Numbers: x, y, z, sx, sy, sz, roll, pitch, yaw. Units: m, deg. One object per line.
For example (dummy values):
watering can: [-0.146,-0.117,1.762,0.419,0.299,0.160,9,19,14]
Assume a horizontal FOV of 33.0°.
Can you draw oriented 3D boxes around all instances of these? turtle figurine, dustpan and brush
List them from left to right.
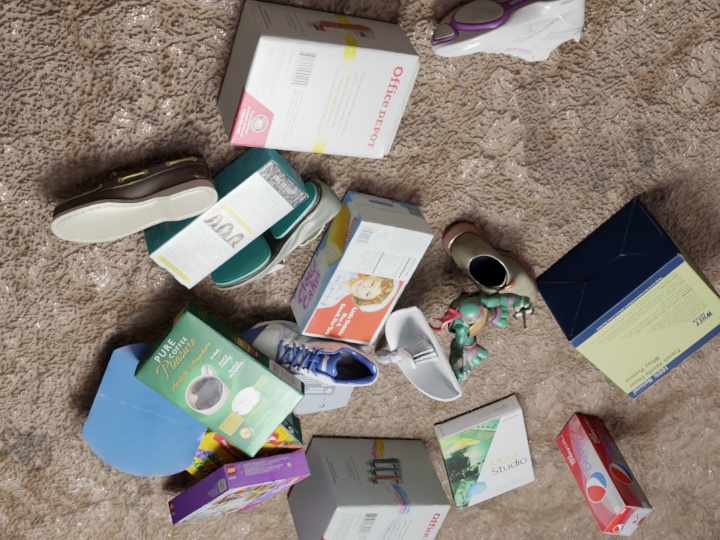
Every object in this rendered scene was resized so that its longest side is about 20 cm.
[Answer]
dustpan and brush: [0.064,0.117,1.697,0.057,0.200,0.141,-29,97,-10]
turtle figurine: [0.165,0.073,1.669,0.149,0.101,0.200,-40,169,0]

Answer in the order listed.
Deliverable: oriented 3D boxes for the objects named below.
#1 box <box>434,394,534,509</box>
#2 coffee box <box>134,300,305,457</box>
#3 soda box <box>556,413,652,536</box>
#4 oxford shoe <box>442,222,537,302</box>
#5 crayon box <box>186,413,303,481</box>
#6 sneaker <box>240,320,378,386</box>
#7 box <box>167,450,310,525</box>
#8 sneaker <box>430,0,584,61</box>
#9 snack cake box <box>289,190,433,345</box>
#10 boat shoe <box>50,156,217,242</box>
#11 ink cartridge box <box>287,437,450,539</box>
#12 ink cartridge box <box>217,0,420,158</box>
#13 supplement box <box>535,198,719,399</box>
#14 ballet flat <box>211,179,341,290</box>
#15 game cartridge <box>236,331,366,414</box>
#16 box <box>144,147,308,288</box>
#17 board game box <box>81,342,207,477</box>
box: [0.206,0.301,1.991,0.143,0.037,0.201,-21,133,-4]
coffee box: [-0.184,0.144,1.604,0.199,0.044,0.123,36,107,-15]
soda box: [0.393,0.330,1.976,0.063,0.201,0.070,12,124,-29]
oxford shoe: [0.190,0.011,1.707,0.071,0.074,0.199,-45,131,16]
crayon box: [-0.196,0.241,1.739,0.198,0.051,0.127,-21,142,13]
sneaker: [-0.066,0.114,1.651,0.198,0.088,0.076,10,89,-22]
box: [-0.180,0.318,1.776,0.136,0.040,0.200,-4,159,-36]
sneaker: [0.182,-0.280,1.451,0.198,0.075,0.100,-18,132,-6]
snack cake box: [0.000,0.000,1.628,0.114,0.068,0.201,10,125,-30]
boat shoe: [-0.273,-0.087,1.451,0.197,0.060,0.072,-15,149,-7]
ink cartridge box: [0.012,0.362,1.891,0.198,0.145,0.146,6,126,-25]
ink cartridge box: [-0.050,-0.217,1.408,0.198,0.084,0.146,4,128,-24]
supplement box: [0.402,0.044,1.778,0.200,0.135,0.199,-40,131,15]
ballet flat: [-0.104,-0.034,1.560,0.200,0.068,0.064,-41,140,16]
game cartridge: [-0.100,0.149,1.741,0.198,0.041,0.135,4,124,-24]
box: [-0.168,-0.069,1.514,0.199,0.049,0.082,-36,133,11]
board game box: [-0.283,0.185,1.660,0.156,0.039,0.202,21,108,-12]
